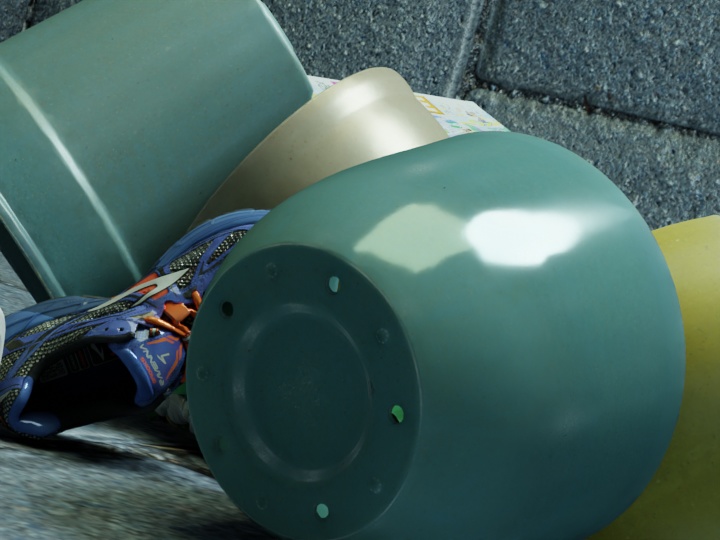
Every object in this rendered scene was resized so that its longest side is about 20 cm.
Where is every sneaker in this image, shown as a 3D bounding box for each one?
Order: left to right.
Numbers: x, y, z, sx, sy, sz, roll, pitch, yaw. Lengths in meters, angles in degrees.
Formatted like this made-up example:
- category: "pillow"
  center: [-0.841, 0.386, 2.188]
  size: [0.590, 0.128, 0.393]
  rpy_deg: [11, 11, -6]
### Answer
- category: "sneaker"
  center: [-0.099, 0.036, 0.962]
  size: [0.199, 0.076, 0.079]
  rpy_deg: [-27, 24, 0]

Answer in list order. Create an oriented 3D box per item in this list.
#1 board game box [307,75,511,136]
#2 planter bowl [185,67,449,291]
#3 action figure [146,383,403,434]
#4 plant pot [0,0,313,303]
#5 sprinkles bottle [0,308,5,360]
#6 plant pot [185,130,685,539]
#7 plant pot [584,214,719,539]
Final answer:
- category: "board game box"
  center: [0.032, -0.090, 1.353]
  size: [0.199, 0.034, 0.134]
  rpy_deg: [5, 25, -36]
- category: "planter bowl"
  center: [0.000, 0.000, 1.122]
  size: [0.135, 0.200, 0.200]
  rpy_deg: [43, 10, 15]
- category: "action figure"
  center: [-0.054, 0.083, 1.061]
  size: [0.118, 0.055, 0.199]
  rpy_deg: [12, -3, -44]
- category: "plant pot"
  center: [-0.138, -0.081, 1.132]
  size: [0.201, 0.196, 0.200]
  rpy_deg: [51, -13, 16]
- category: "sprinkles bottle"
  center: [-0.265, 0.023, 0.867]
  size: [0.198, 0.069, 0.068]
  rpy_deg: [15, 2, 2]
- category: "plant pot"
  center: [0.019, 0.044, 0.844]
  size: [0.199, 0.202, 0.160]
  rpy_deg: [16, 16, 33]
- category: "plant pot"
  center: [0.121, 0.078, 0.973]
  size: [0.141, 0.202, 0.200]
  rpy_deg: [-5, 2, 1]
